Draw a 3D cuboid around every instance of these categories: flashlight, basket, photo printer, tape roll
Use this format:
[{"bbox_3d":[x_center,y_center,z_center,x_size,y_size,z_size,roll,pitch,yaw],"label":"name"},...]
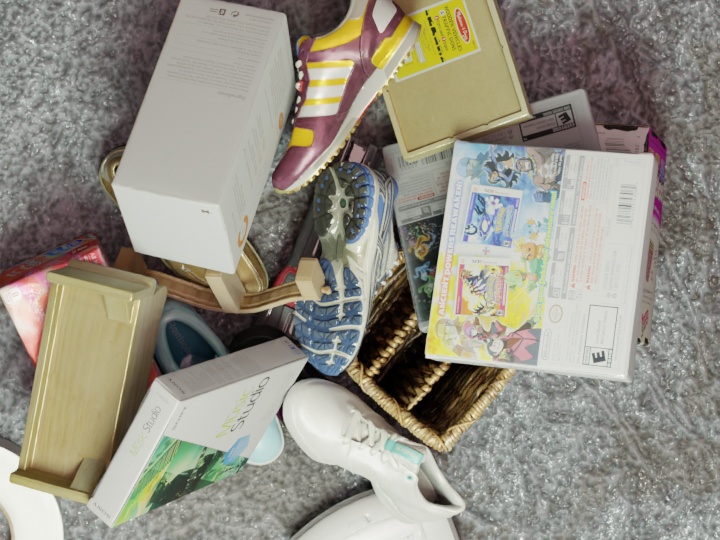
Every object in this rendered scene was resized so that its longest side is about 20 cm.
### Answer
[{"bbox_3d":[-0.034,-0.029,1.558,0.068,0.068,0.200,22,89,-22],"label":"flashlight"},{"bbox_3d":[0.075,0.043,1.546,0.143,0.149,0.200,41,91,-15],"label":"basket"},{"bbox_3d":[0.029,0.314,1.624,0.166,0.069,0.200,-23,103,-8],"label":"photo printer"},{"bbox_3d":[-0.381,0.251,1.548,0.202,0.037,0.203,-2,101,-11],"label":"tape roll"}]

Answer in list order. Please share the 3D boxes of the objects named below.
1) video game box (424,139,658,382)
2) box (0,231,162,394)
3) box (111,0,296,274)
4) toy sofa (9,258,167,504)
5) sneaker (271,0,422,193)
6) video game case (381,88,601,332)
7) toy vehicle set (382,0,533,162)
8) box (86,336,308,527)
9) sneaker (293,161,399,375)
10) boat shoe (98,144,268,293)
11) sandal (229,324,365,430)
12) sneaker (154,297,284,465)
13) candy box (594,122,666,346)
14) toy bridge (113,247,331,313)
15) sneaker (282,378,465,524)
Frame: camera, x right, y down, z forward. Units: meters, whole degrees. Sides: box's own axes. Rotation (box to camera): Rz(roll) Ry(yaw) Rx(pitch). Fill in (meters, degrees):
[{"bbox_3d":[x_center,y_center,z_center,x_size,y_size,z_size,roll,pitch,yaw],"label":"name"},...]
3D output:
[{"bbox_3d":[0.160,-0.009,1.447,0.182,0.047,0.200,6,81,17],"label":"video game box"},{"bbox_3d":[-0.247,0.077,1.514,0.102,0.095,0.200,-24,104,-7],"label":"box"},{"bbox_3d":[-0.132,-0.119,1.435,0.097,0.124,0.200,12,64,9],"label":"box"},{"bbox_3d":[-0.237,0.096,1.437,0.083,0.098,0.200,13,99,10],"label":"toy sofa"},{"bbox_3d":[-0.034,-0.164,1.478,0.090,0.075,0.200,36,95,-7],"label":"sneaker"},{"bbox_3d":[0.131,-0.054,1.501,0.200,0.023,0.182,-15,75,15],"label":"video game case"},{"bbox_3d":[0.070,-0.214,1.509,0.124,0.027,0.200,-18,84,14],"label":"toy vehicle set"},{"bbox_3d":[-0.139,0.139,1.438,0.036,0.200,0.144,40,116,20],"label":"box"},{"bbox_3d":[0.000,0.000,1.505,0.085,0.077,0.200,-6,111,-53],"label":"sneaker"},{"bbox_3d":[-0.164,-0.033,1.521,0.200,0.076,0.072,40,90,-15],"label":"boat shoe"},{"bbox_3d":[-0.054,0.130,1.559,0.075,0.048,0.200,-28,127,25],"label":"sandal"},{"bbox_3d":[-0.140,0.113,1.549,0.074,0.082,0.200,-39,105,-2],"label":"sneaker"},{"bbox_3d":[0.245,-0.030,1.552,0.061,0.136,0.200,4,86,18],"label":"candy box"},{"bbox_3d":[-0.122,0.013,1.496,0.200,0.067,0.027,4,57,17],"label":"toy bridge"},{"bbox_3d":[0.020,0.164,1.516,0.200,0.088,0.075,40,66,-24],"label":"sneaker"}]
